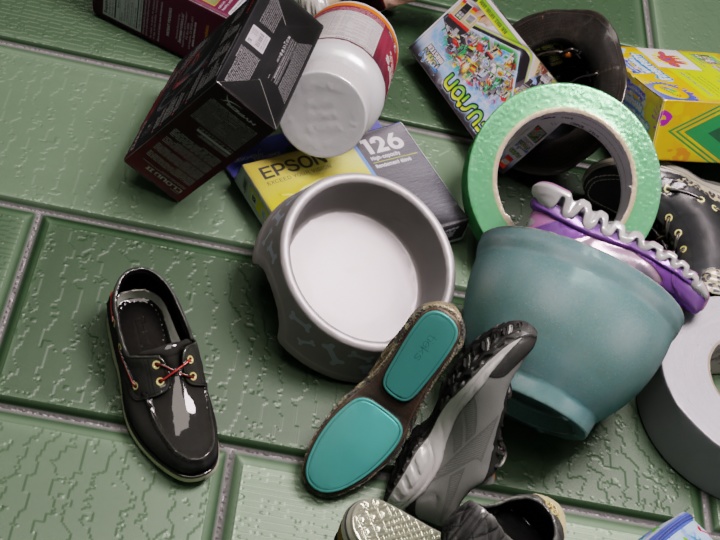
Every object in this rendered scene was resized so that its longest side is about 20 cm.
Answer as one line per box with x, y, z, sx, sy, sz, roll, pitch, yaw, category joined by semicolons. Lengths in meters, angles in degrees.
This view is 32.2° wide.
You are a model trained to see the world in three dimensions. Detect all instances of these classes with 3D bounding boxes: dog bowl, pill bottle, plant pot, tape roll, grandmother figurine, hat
0.000;0.000;1.164;0.198;0.059;0.202;8;66;-19;dog bowl
-0.023;-0.199;1.294;0.108;0.110;0.201;17;31;-1;pill bottle
0.173;0.069;1.125;0.199;0.200;0.135;25;76;6;plant pot
0.370;0.123;1.198;0.198;0.067;0.202;7;49;-9;tape roll
0.203;-0.087;1.271;0.198;0.048;0.203;0;83;-4;tape roll
0.025;-0.324;1.452;0.197;0.121;0.061;-9;78;2;grandmother figurine
0.222;-0.189;1.399;0.199;0.081;0.203;-12;66;28;hat

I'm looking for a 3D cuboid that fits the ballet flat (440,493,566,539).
0.128;0.210;1.016;0.066;0.057;0.199;44;19;23;ballet flat

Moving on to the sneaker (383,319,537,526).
0.096;0.129;1.051;0.079;0.201;0.074;29;18;-2;sneaker

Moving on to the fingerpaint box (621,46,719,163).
0.365;-0.186;1.404;0.165;0.074;0.200;1;26;-15;fingerpaint box

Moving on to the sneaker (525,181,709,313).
0.238;-0.003;1.205;0.199;0.080;0.089;29;91;4;sneaker

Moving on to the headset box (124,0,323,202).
-0.140;-0.168;1.221;0.075;0.199;0.150;37;50;-21;headset box

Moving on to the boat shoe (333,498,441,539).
0.062;0.256;1.007;0.199;0.062;0.075;33;43;-7;boat shoe

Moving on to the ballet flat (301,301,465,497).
0.024;0.113;1.091;0.068;0.075;0.201;37;91;3;ballet flat

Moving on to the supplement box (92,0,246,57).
-0.185;-0.306;1.388;0.198;0.086;0.111;27;50;7;supplement box

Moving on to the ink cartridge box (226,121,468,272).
-0.019;-0.089;1.283;0.196;0.047;0.201;-18;60;-27;ink cartridge box

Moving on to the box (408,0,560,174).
0.144;-0.215;1.387;0.035;0.110;0.201;30;23;-53;box

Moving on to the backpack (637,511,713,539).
0.251;0.277;0.960;0.199;0.184;0.147;-20;59;-34;backpack

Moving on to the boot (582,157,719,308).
0.326;-0.032;1.312;0.201;0.074;0.155;16;52;1;boot

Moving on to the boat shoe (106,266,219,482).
-0.173;0.088;1.082;0.073;0.063;0.203;-10;56;-25;boat shoe
